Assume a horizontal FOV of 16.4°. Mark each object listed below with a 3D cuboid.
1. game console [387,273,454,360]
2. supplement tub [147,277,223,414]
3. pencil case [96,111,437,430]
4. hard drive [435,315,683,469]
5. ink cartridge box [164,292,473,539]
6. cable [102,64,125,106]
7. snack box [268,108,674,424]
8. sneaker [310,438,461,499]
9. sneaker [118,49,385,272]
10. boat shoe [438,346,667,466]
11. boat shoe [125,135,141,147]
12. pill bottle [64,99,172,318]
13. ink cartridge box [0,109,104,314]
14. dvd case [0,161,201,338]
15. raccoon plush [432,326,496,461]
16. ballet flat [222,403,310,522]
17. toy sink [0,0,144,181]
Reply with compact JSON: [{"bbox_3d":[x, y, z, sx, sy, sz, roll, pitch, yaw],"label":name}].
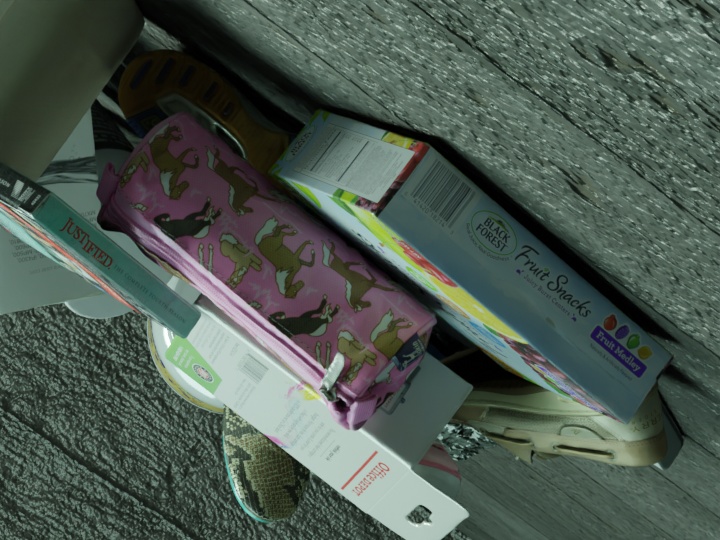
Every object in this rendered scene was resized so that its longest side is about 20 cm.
[{"bbox_3d":[0.000,0.000,1.644,0.176,0.116,0.200,2,-146,-47],"label":"game console"},{"bbox_3d":[-0.095,0.041,1.987,0.145,0.145,0.200,35,173,-2],"label":"supplement tub"},{"bbox_3d":[-0.053,-0.002,1.383,0.200,0.083,0.087,40,-179,5],"label":"pencil case"},{"bbox_3d":[0.109,0.051,1.598,0.200,0.026,0.132,32,172,25],"label":"hard drive"},{"bbox_3d":[-0.011,0.072,1.476,0.200,0.067,0.117,38,157,0],"label":"ink cartridge box"},{"bbox_3d":[-0.142,-0.091,1.710,0.097,0.050,0.200,38,178,43],"label":"cable"},{"bbox_3d":[0.059,-0.004,1.364,0.200,0.053,0.142,40,174,-26],"label":"snack box"},{"bbox_3d":[0.013,0.096,1.680,0.075,0.105,0.200,20,174,-24],"label":"sneaker"},{"bbox_3d":[-0.060,-0.061,1.516,0.200,0.075,0.088,45,180,-4],"label":"sneaker"},{"bbox_3d":[0.100,0.085,1.490,0.200,0.071,0.065,3,115,53],"label":"boat shoe"},{"bbox_3d":[-0.224,-0.095,1.961,0.202,0.075,0.086,40,-169,14],"label":"boat shoe"},{"bbox_3d":[-0.215,-0.065,1.782,0.200,0.114,0.114,51,-176,37],"label":"pill bottle"},{"bbox_3d":[-0.235,-0.086,1.614,0.147,0.083,0.200,23,121,57],"label":"ink cartridge box"},{"bbox_3d":[-0.194,-0.035,1.424,0.200,0.022,0.146,27,169,44],"label":"dvd case"},{"bbox_3d":[0.057,0.114,1.738,0.097,0.134,0.200,35,179,-15],"label":"raccoon plush"},{"bbox_3d":[-0.054,0.075,1.679,0.068,0.075,0.200,25,-144,-21],"label":"ballet flat"},{"bbox_3d":[-0.216,-0.147,1.401,0.112,0.130,0.200,34,174,12],"label":"toy sink"}]
